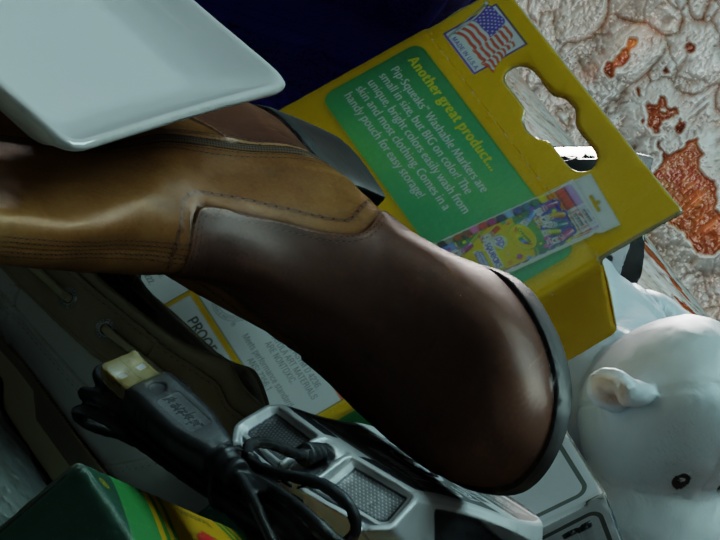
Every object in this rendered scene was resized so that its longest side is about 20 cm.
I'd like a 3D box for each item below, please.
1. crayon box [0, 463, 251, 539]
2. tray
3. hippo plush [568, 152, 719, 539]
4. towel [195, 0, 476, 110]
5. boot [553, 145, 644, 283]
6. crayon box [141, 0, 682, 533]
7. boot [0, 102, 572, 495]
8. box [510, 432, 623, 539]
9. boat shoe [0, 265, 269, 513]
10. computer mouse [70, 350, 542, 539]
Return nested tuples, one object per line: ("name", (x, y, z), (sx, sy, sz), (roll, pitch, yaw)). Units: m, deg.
("crayon box", (-0.018, 0.154, 0.826), (0.200, 0.051, 0.127), (55, 11, 27))
("tray", (-0.125, -0.100, 0.917), (0.200, 0.022, 0.107), (41, 34, 20))
("hippo plush", (0.124, 0.061, 1.170), (0.159, 0.201, 0.161), (9, 6, -27))
("towel", (-0.021, -0.113, 1.102), (0.147, 0.200, 0.050), (13, 56, -11))
("boot", (0.024, -0.008, 1.256), (0.199, 0.066, 0.165), (7, 34, -14))
("crayon box", (0.000, 0.000, 1.050), (0.126, 0.200, 0.052), (55, -9, 33))
("boot", (-0.048, -0.007, 0.894), (0.200, 0.069, 0.188), (13, 32, -45))
("box", (0.008, 0.063, 1.085), (0.200, 0.116, 0.060), (58, -7, 49))
("boat shoe", (-0.104, -0.002, 0.987), (0.200, 0.068, 0.075), (51, 12, 15))
("computer mouse", (-0.005, 0.076, 0.916), (0.109, 0.044, 0.200), (30, 4, 30))
